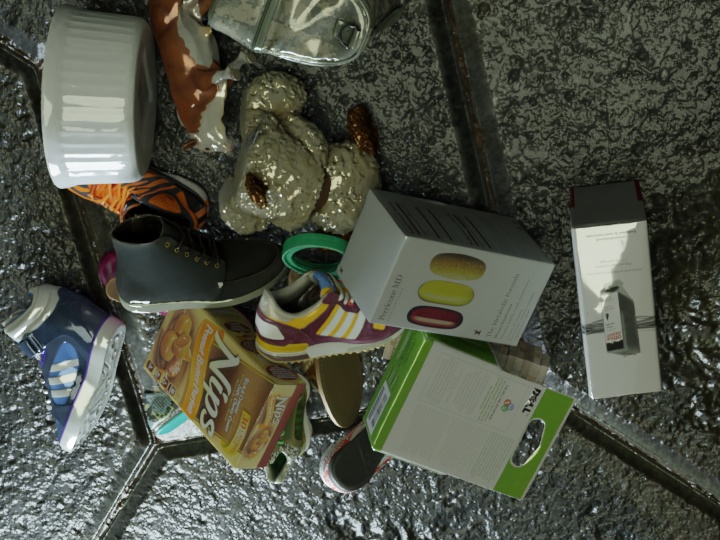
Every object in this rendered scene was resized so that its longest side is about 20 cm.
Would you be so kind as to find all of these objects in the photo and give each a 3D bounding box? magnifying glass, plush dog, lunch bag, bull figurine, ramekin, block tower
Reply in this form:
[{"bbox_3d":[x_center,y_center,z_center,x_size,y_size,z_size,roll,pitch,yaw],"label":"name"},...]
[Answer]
[{"bbox_3d":[0.000,0.000,1.692,0.198,0.023,0.079,17,151,-29],"label":"magnifying glass"},{"bbox_3d":[-0.056,-0.105,1.659,0.170,0.161,0.202,8,113,-19],"label":"plush dog"},{"bbox_3d":[-0.044,-0.296,1.547,0.166,0.200,0.140,29,115,2],"label":"lunch bag"},{"bbox_3d":[-0.177,-0.231,1.631,0.121,0.065,0.202,-27,83,38],"label":"bull figurine"},{"bbox_3d":[-0.285,-0.190,1.629,0.096,0.201,0.203,3,111,1],"label":"ramekin"},{"bbox_3d":[0.121,0.098,1.740,0.198,0.054,0.058,19,112,3],"label":"block tower"}]

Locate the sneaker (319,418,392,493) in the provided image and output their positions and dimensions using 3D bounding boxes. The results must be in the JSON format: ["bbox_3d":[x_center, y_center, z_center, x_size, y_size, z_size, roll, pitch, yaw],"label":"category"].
[{"bbox_3d":[0.030,0.191,1.784,0.201,0.108,0.067,-42,92,-16],"label":"sneaker"}]

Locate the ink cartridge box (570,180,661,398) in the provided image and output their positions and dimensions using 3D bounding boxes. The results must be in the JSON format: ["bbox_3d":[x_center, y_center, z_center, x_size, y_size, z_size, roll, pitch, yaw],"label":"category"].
[{"bbox_3d":[0.283,0.020,1.633,0.082,0.147,0.202,-6,110,9],"label":"ink cartridge box"}]

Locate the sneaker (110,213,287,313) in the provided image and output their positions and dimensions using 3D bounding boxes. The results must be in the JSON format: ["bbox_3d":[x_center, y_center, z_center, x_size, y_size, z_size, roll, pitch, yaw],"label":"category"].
[{"bbox_3d":[-0.180,-0.017,1.655,0.197,0.075,0.107,-12,136,-9],"label":"sneaker"}]

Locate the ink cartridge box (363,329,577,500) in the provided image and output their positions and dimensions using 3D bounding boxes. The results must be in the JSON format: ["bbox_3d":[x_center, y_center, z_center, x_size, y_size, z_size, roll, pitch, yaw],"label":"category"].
[{"bbox_3d":[0.123,0.160,1.689,0.198,0.076,0.149,22,106,-15],"label":"ink cartridge box"}]

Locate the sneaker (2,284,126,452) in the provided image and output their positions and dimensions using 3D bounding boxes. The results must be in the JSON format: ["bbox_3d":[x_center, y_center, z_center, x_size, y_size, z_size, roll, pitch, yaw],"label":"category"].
[{"bbox_3d":[-0.381,0.112,1.823,0.145,0.081,0.202,26,116,8],"label":"sneaker"}]

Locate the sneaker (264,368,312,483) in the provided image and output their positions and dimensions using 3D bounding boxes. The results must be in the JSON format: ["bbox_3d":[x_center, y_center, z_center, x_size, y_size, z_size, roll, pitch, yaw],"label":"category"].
[{"bbox_3d":[-0.100,0.185,1.749,0.076,0.089,0.201,3,141,13],"label":"sneaker"}]

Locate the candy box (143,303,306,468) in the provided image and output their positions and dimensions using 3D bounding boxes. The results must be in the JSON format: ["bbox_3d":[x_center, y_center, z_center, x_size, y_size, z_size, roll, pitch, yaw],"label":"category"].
[{"bbox_3d":[-0.158,0.119,1.679,0.200,0.055,0.116,42,114,37],"label":"candy box"}]

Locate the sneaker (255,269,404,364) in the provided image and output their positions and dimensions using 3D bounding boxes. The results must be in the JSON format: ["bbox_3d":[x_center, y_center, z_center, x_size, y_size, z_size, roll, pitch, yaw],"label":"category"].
[{"bbox_3d":[-0.023,0.041,1.649,0.198,0.075,0.091,-15,130,-27],"label":"sneaker"}]

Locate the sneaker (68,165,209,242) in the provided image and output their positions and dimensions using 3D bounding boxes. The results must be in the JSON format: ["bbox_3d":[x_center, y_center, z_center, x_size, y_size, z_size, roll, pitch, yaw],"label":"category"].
[{"bbox_3d":[-0.276,-0.090,1.705,0.198,0.112,0.078,18,112,3],"label":"sneaker"}]

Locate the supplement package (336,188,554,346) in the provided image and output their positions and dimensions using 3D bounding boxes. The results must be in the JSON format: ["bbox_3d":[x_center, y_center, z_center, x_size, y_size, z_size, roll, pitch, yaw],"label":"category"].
[{"bbox_3d":[0.092,-0.002,1.630,0.198,0.110,0.115,9,116,-29],"label":"supplement package"}]

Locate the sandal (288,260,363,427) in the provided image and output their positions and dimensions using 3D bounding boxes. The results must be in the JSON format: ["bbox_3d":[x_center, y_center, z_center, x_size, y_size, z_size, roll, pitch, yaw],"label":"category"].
[{"bbox_3d":[-0.058,0.085,1.767,0.069,0.077,0.214,3,117,39],"label":"sandal"}]

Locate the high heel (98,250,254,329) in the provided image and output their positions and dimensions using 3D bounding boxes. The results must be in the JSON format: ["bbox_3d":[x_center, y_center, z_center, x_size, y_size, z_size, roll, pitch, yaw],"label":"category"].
[{"bbox_3d":[-0.224,0.030,1.787,0.198,0.096,0.068,16,111,-20],"label":"high heel"}]

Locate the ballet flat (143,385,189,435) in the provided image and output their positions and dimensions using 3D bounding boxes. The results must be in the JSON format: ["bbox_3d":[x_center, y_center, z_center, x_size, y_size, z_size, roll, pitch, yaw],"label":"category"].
[{"bbox_3d":[-0.187,0.130,1.801,0.199,0.074,0.075,-29,103,14],"label":"ballet flat"}]
